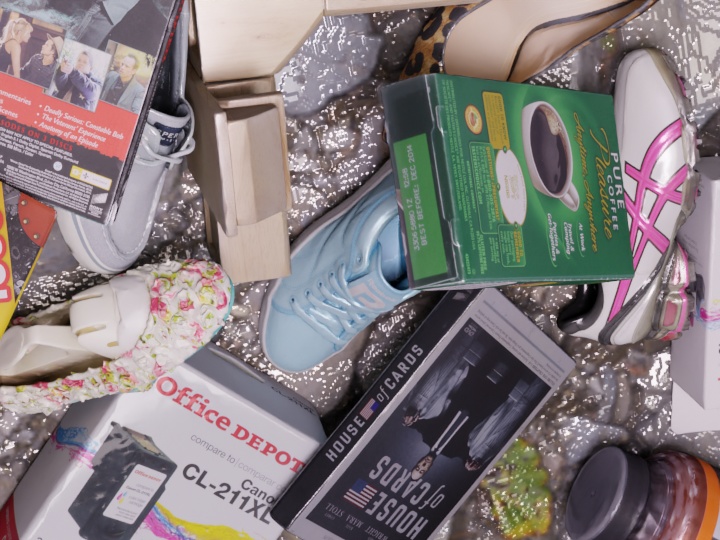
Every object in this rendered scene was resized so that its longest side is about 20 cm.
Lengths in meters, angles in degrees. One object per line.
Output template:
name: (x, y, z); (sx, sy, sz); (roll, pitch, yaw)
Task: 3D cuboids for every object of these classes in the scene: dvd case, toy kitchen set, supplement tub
dvd case: (-0.174, -0.143, 1.004); (0.145, 0.022, 0.201); (19, 102, 5)
toy kitchen set: (-0.010, -0.096, 1.074); (0.179, 0.163, 0.201); (-7, 108, -10)
dvd case: (0.044, 0.107, 1.173); (0.200, 0.025, 0.150); (-51, 143, 0)
supplement tub: (0.241, 0.192, 1.244); (0.199, 0.107, 0.107); (26, 99, -19)

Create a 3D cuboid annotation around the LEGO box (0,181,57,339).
LEGO box: (-0.279, 0.027, 0.987); (0.148, 0.077, 0.201); (28, 73, -19)

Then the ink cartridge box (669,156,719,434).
ink cartridge box: (0.276, 0.025, 1.222); (0.114, 0.068, 0.201); (-4, 107, -11)

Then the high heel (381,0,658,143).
high heel: (0.097, -0.137, 1.095); (0.200, 0.143, 0.071); (-43, 110, 3)

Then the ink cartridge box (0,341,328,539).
ink cartridge box: (-0.133, 0.148, 1.162); (0.145, 0.083, 0.200); (32, 98, -19)

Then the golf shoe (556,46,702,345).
golf shoe: (0.172, -0.045, 1.176); (0.092, 0.073, 0.201); (-4, 107, -10)

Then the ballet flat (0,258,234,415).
ballet flat: (-0.164, 0.042, 1.082); (0.199, 0.076, 0.064); (-25, 151, 34)

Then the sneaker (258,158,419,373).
sneaker: (0.000, 0.000, 1.130); (0.074, 0.082, 0.200); (33, 115, -14)

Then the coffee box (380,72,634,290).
coffee box: (0.093, -0.050, 1.078); (0.200, 0.044, 0.124); (-3, 84, -52)

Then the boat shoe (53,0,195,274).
boat shoe: (-0.133, -0.092, 1.046); (0.070, 0.071, 0.202); (-15, 113, -51)
